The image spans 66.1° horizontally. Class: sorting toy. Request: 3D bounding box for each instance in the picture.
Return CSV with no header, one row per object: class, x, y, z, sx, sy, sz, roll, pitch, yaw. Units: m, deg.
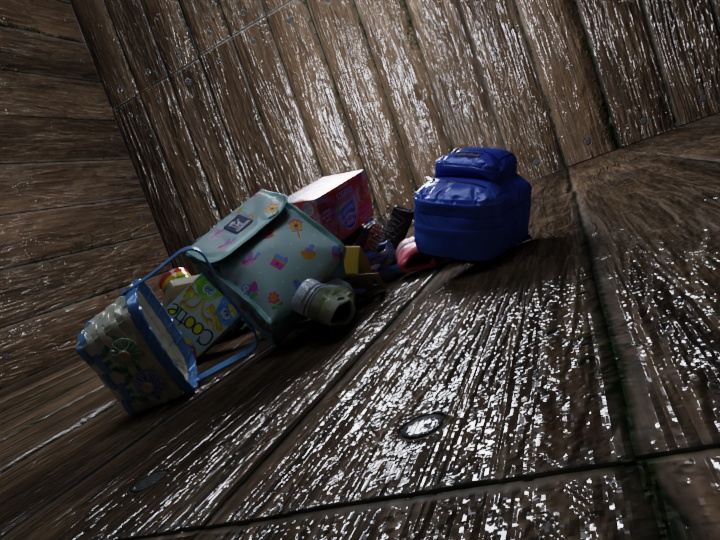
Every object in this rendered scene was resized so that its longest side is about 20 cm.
sorting toy,-0.372,0.064,1.249,0.198,0.070,0.200,-14,-37,-47

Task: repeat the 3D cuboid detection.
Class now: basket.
basket,-0.259,0.088,0.753,0.199,0.178,0.139,-35,23,-11

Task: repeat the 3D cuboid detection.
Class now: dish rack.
dish rack,0.037,-0.053,1.195,0.054,0.155,0.200,29,32,16

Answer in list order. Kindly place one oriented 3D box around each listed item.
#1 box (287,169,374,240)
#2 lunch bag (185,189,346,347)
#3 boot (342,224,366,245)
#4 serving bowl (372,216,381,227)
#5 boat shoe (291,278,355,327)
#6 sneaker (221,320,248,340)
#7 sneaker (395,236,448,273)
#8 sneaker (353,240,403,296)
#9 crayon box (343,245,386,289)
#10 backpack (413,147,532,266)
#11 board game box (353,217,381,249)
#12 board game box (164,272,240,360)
box,-0.065,-0.112,1.038,0.101,0.096,0.200,-4,22,29
lunch bag,-0.143,-0.019,0.840,0.170,0.199,0.122,-44,-15,-21
boot,-0.051,-0.033,1.182,0.200,0.069,0.175,-51,2,46
serving bowl,-0.037,-0.058,1.372,0.197,0.201,0.066,-18,35,26
boat shoe,-0.040,0.055,0.800,0.073,0.062,0.200,-58,-14,6
sneaker,-0.253,0.110,1.160,0.197,0.073,0.083,-22,29,-3
sneaker,0.158,-0.039,1.035,0.197,0.075,0.087,-23,18,16
sneaker,0.000,0.000,1.089,0.198,0.080,0.075,-25,6,-37
crayon box,-0.056,-0.004,0.963,0.196,0.052,0.127,2,-13,9
backpack,0.169,-0.103,0.888,0.160,0.171,0.199,5,24,35
board game box,-0.056,-0.067,1.261,0.200,0.154,0.040,-42,34,-4
board game box,-0.262,0.060,1.002,0.200,0.103,0.105,-43,3,8
